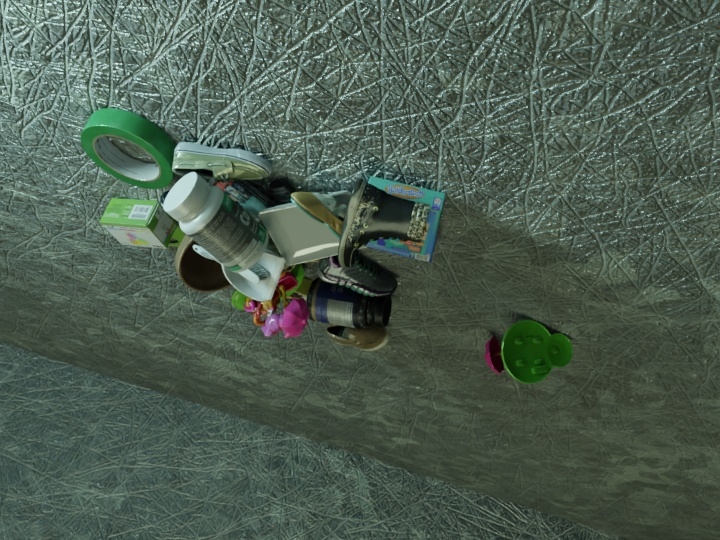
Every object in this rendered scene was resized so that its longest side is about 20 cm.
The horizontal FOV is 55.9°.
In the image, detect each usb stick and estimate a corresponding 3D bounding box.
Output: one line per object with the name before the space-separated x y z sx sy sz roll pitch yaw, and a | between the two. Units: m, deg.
usb stick | -0.130 -0.123 1.461 0.055 0.033 0.200 9 152 32

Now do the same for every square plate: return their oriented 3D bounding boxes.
square plate | -0.094 -0.092 1.442 0.195 0.029 0.201 -13 146 7

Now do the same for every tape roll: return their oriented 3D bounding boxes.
tape roll | -0.476 -0.249 1.410 0.198 0.049 0.201 14 153 7

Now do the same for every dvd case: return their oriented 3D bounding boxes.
dvd case | -0.263 -0.148 1.471 0.199 0.022 0.146 38 148 -14

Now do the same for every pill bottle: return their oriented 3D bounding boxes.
pill bottle | -0.027 0.085 1.703 0.197 0.113 0.112 8 152 17
pill bottle | -0.287 -0.095 1.356 0.112 0.114 0.200 -9 140 41

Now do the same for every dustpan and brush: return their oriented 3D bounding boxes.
dustpan and brush | -0.280 -0.015 1.517 0.198 0.057 0.140 31 127 6

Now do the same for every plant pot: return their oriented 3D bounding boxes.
plant pot | -0.351 -0.054 1.605 0.093 0.200 0.201 49 175 38

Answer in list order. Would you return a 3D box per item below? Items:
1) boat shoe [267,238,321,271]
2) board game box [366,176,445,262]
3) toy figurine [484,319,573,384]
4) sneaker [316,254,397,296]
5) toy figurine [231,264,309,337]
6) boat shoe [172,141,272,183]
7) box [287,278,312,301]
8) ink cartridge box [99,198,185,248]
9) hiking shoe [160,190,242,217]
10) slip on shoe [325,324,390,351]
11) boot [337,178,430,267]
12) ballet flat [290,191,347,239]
boat shoe | -0.179 -0.031 1.586 0.197 0.067 0.074 3 151 -9
board game box | 0.084 -0.099 1.368 0.150 0.045 0.201 15 153 6
toy figurine | 0.398 0.204 1.705 0.197 0.153 0.184 -2 173 -18
sneaker | 0.000 0.000 1.580 0.197 0.075 0.088 12 131 -12
toy figurine | -0.203 0.089 1.625 0.199 0.185 0.151 -32 136 3
boat shoe | -0.276 -0.203 1.348 0.197 0.063 0.072 9 160 3
box | -0.230 0.027 1.781 0.198 0.051 0.075 20 153 -4
ink cartridge box | -0.530 -0.089 1.708 0.146 0.077 0.201 5 149 22
hiking shoe | -0.340 -0.144 1.466 0.198 0.075 0.087 19 131 8
slip on shoe | -0.010 0.178 1.913 0.198 0.077 0.060 4 158 39
boot | 0.041 -0.068 1.293 0.152 0.074 0.205 16 133 3
ballet flat | -0.062 -0.116 1.349 0.200 0.063 0.069 37 -173 -48
